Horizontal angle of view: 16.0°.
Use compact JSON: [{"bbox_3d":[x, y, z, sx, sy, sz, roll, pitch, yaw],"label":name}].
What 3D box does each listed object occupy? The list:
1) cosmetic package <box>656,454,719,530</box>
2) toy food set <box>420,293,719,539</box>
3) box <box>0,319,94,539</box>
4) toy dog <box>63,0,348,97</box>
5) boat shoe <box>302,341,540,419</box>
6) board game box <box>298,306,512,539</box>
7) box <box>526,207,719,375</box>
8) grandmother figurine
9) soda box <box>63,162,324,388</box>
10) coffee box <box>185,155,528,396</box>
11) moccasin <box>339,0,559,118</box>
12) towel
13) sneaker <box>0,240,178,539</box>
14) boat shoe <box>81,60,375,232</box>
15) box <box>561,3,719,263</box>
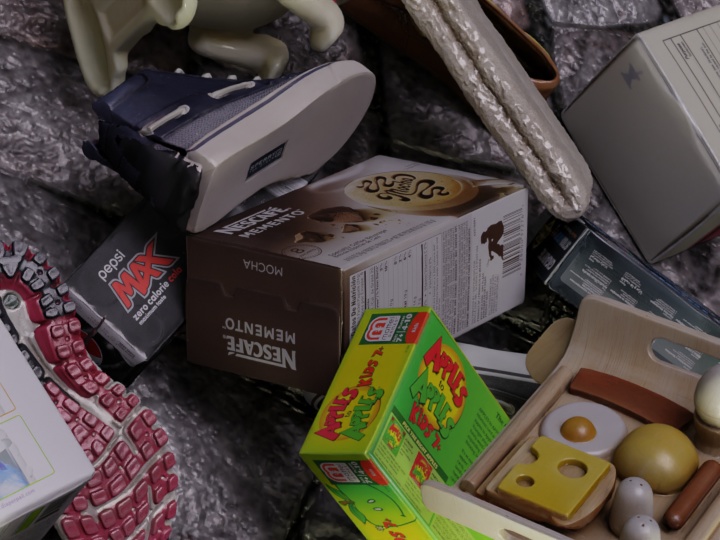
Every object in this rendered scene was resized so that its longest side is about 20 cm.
[{"bbox_3d":[0.180,0.204,1.471,0.090,0.106,0.201,-45,121,-46],"label":"cosmetic package"},{"bbox_3d":[0.140,0.092,1.383,0.143,0.061,0.200,21,39,23],"label":"toy food set"},{"bbox_3d":[-0.248,0.066,1.362,0.101,0.113,0.201,-26,77,-36],"label":"box"},{"bbox_3d":[-0.078,-0.204,1.562,0.199,0.140,0.195,-11,67,-35],"label":"toy dog"},{"bbox_3d":[0.058,0.085,1.552,0.199,0.071,0.064,5,60,-29],"label":"boat shoe"},{"bbox_3d":[0.050,0.123,1.428,0.200,0.047,0.102,54,47,-36],"label":"board game box"},{"bbox_3d":[0.197,0.036,1.613,0.200,0.159,0.046,36,95,-8],"label":"box"},{"bbox_3d":[0.166,0.083,1.573,0.200,0.060,0.122,15,61,-64],"label":"grandmother figurine"},{"bbox_3d":[-0.107,-0.015,1.521,0.071,0.063,0.200,41,52,-2],"label":"soda box"},{"bbox_3d":[0.000,0.000,1.504,0.200,0.113,0.080,-24,121,-51],"label":"coffee box"},{"bbox_3d":[0.046,-0.177,1.691,0.201,0.078,0.074,44,54,0],"label":"moccasin"},{"bbox_3d":[0.080,-0.120,1.585,0.201,0.034,0.133,56,11,-4],"label":"towel"},{"bbox_3d":[-0.168,0.078,1.432,0.080,0.075,0.201,-26,90,-28],"label":"sneaker"},{"bbox_3d":[-0.076,-0.095,1.502,0.093,0.075,0.200,34,34,18],"label":"boat shoe"},{"bbox_3d":[0.260,-0.107,1.753,0.199,0.109,0.128,-21,75,-36],"label":"box"}]
